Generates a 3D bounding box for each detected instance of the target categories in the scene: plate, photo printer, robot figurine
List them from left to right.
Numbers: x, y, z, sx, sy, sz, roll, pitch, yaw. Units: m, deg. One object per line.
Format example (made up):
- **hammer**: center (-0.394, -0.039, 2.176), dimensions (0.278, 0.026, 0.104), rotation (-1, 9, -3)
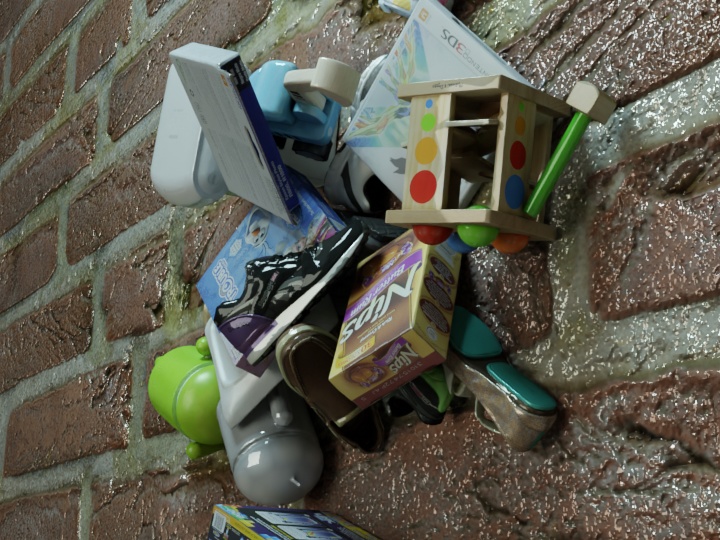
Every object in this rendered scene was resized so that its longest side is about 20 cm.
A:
- **photo printer**: center (-0.224, -0.185, 1.579), dimensions (0.166, 0.069, 0.200), rotation (14, 93, 57)
- **robot figurine**: center (-0.225, 0.174, 1.619), dimensions (0.200, 0.116, 0.176), rotation (19, 104, 57)
- **plate**: center (-0.124, 0.064, 1.426), dimensions (0.200, 0.032, 0.200), rotation (-46, 35, 17)
- **robot figurine**: center (-0.113, 0.210, 1.438), dimensions (0.170, 0.113, 0.200), rotation (101, 155, -42)

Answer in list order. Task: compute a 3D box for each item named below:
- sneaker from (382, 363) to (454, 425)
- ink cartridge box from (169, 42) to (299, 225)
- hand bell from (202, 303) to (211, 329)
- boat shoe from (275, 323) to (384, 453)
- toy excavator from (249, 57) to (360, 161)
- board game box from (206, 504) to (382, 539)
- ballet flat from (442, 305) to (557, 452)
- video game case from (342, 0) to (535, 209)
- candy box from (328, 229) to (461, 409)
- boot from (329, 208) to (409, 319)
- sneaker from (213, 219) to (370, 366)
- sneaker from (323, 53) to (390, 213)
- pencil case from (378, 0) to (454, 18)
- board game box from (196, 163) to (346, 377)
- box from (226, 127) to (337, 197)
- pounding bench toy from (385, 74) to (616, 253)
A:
- **sneaker**: center (0.034, 0.116, 1.271), dimensions (0.200, 0.077, 0.084), rotation (26, 105, 60)
- **ink cartridge box**: center (-0.138, -0.164, 1.350), dimensions (0.200, 0.041, 0.200), rotation (31, 147, 57)
- **hand bell**: center (-0.109, 0.081, 1.518), dimensions (0.200, 0.104, 0.104), rotation (24, 102, 44)
- **boat shoe**: center (-0.023, 0.135, 1.274), dimensions (0.075, 0.202, 0.075), rotation (-40, 46, -4)
- **toy excavator**: center (-0.072, -0.203, 1.352), dimensions (0.194, 0.200, 0.100), rotation (15, 84, 22)
- **board game box**: center (-0.053, 0.315, 1.265), dimensions (0.200, 0.165, 0.057), rotation (12, 90, 58)
- **ballet flat**: center (0.120, 0.110, 1.149), dimensions (0.200, 0.068, 0.067), rotation (52, 131, 52)
- **video game case**: center (0.081, -0.168, 1.268), dimensions (0.182, 0.022, 0.200), rotation (48, 124, 27)
- **candy box**: center (0.040, 0.039, 1.199), dimensions (0.117, 0.056, 0.200), rotation (-34, 25, 30)
- **boot**: center (0.000, 0.000, 1.377), dimensions (0.200, 0.070, 0.132), rotation (-158, 77, -68)
- **sneaker**: center (-0.079, 0.006, 1.254), dimensions (0.200, 0.088, 0.076), rotation (-46, -3, 4)
- **sneaker**: center (0.025, -0.161, 1.383), dimensions (0.080, 0.074, 0.200), rotation (31, 111, 38)
- **pencil case**: center (0.089, -0.381, 1.310), dimensions (0.083, 0.091, 0.200), rotation (40, 116, 54)
- **board game box**: center (-0.106, -0.005, 1.387), dimensions (0.199, 0.043, 0.200), rotation (-54, 33, 11)
- **box**: center (-0.124, -0.173, 1.577), dimensions (0.200, 0.097, 0.125), rotation (-6, 76, 56)
- **pounding bench toy**: center (0.142, -0.096, 1.106), dimensions (0.200, 0.124, 0.156), rotation (2, 84, 41)
